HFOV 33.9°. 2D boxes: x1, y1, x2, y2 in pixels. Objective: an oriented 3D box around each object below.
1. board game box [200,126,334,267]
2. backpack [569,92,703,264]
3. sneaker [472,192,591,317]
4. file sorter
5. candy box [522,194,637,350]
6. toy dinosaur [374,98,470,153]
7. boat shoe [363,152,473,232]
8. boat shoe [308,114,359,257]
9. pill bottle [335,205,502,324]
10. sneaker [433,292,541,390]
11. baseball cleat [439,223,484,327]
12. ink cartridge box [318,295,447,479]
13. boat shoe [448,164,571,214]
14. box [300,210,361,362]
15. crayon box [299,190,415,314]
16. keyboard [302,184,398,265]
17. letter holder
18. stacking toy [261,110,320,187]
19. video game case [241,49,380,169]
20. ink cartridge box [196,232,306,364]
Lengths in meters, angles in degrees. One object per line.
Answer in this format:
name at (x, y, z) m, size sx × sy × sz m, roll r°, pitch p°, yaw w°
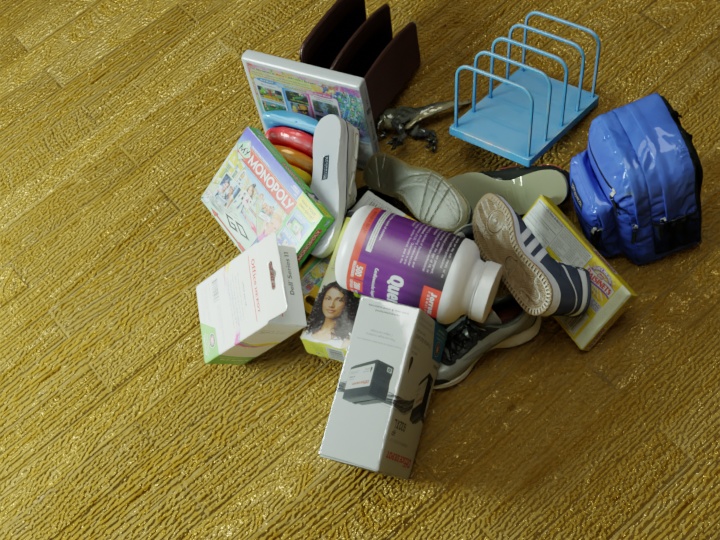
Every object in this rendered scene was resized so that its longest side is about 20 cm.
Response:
board game box at (-0.134, -0.088, 1.663) m, size 0.200 × 0.029 × 0.135 m, roll 49°, pitch 114°, yaw 30°
backpack at (0.366, -0.117, 1.564) m, size 0.166 × 0.201 × 0.163 m, roll -21°, pitch 56°, yaw -2°
sneaker at (0.227, -0.015, 1.543) m, size 0.070 × 0.108 × 0.201 m, roll -52°, pitch 47°, yaw 31°
file sorter at (0.242, -0.269, 1.705) m, size 0.138 × 0.123 × 0.200 m, roll 27°, pitch 48°, yaw 28°
candy box at (0.274, 0.001, 1.583) m, size 0.102 × 0.026 × 0.200 m, roll -50°, pitch 54°, yaw 21°
toy dinosaur at (0.076, -0.220, 1.794) m, size 0.198 × 0.048 × 0.089 m, roll -10°, pitch 49°, yaw 3°
boat shoe at (0.091, -0.111, 1.677) m, size 0.200 × 0.066 × 0.072 m, roll 31°, pitch 102°, yaw 37°
boat shoe at (-0.033, -0.114, 1.657) m, size 0.070 × 0.070 × 0.202 m, roll -6°, pitch 75°, yaw 40°
pill bottle at (0.075, -0.002, 1.500) m, size 0.198 × 0.113 × 0.113 m, roll 19°, pitch 63°, yaw 13°
sneaker at (0.145, 0.085, 1.557) m, size 0.199 × 0.080 × 0.074 m, roll -30°, pitch 58°, yaw -6°
baseball cleat at (0.112, 0.008, 1.597) m, size 0.069 × 0.107 × 0.200 m, roll 31°, pitch 71°, yaw 23°
ink cartridge box at (0.031, 0.149, 1.467) m, size 0.083 × 0.145 × 0.202 m, roll 12°, pitch 80°, yaw 20°
boat shoe at (0.205, -0.109, 1.684) m, size 0.199 × 0.063 × 0.074 m, roll -6°, pitch 96°, yaw 23°
box at (-0.011, 0.021, 1.587) m, size 0.075 × 0.050 × 0.201 m, roll 12°, pitch 64°, yaw 15°
crayon box at (0.000, 0.000, 1.654) m, size 0.125 × 0.052 × 0.200 m, roll 33°, pitch 72°, yaw 24°
keyboard at (-0.051, -0.082, 1.747) m, size 0.199 × 0.021 × 0.128 m, roll -24°, pitch 60°, yaw -5°
letter holder at (0.001, -0.330, 1.792) m, size 0.100 × 0.143 × 0.200 m, roll 15°, pitch 47°, yaw 24°
stacking toy at (-0.112, -0.120, 1.721) m, size 0.115 × 0.110 × 0.202 m, roll 16°, pitch 77°, yaw 11°
video game case at (-0.070, -0.235, 1.751) m, size 0.198 × 0.183 × 0.024 m, roll 18°, pitch 58°, yaw 23°
ink cartridge box at (-0.137, 0.040, 1.577) m, size 0.199 × 0.067 × 0.118 m, roll -32°, pitch 60°, yaw 45°
